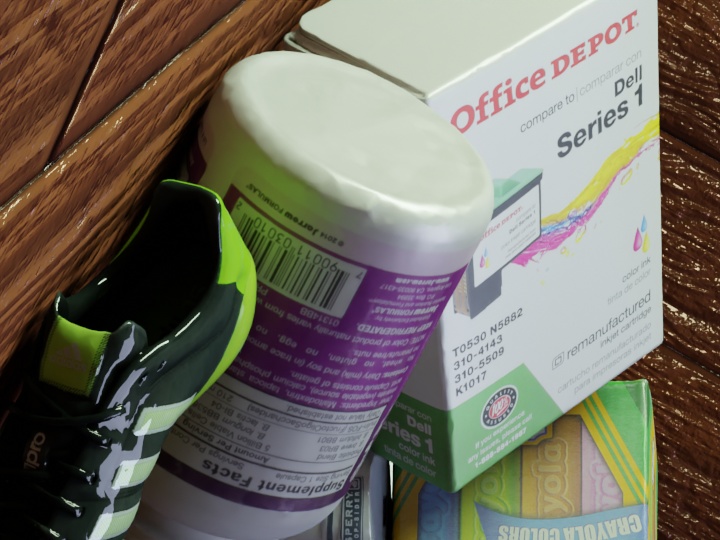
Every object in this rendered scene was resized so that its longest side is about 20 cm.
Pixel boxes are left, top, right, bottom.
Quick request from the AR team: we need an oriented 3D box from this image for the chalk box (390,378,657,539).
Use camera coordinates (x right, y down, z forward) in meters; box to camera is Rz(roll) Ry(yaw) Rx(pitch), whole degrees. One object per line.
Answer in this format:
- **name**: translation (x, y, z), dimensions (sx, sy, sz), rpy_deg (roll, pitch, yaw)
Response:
- **chalk box**: translation (0.078, 0.164, 1.253), dimensions (0.125, 0.123, 0.201), rpy_deg (74, 16, -67)

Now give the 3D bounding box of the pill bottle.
- **pill bottle**: translation (-0.038, 0.028, 1.006), dimensions (0.201, 0.112, 0.112), rpy_deg (-62, 177, 26)

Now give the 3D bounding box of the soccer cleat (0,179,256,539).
- **soccer cleat**: translation (-0.097, 0.057, 0.875), dimensions (0.201, 0.067, 0.081), rpy_deg (-61, 159, -26)

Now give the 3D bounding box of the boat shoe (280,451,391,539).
- **boat shoe**: translation (-0.020, 0.112, 1.233), dimensions (0.200, 0.065, 0.074), rpy_deg (75, 16, -77)

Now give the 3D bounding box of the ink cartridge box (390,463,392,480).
- **ink cartridge box**: translation (-0.012, 0.096, 1.467), dimensions (0.200, 0.136, 0.076), rpy_deg (-44, 170, -34)

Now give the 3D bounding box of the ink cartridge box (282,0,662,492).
- **ink cartridge box**: translation (0.053, -0.032, 1.141), dimensions (0.145, 0.084, 0.201), rpy_deg (-32, 133, -33)
